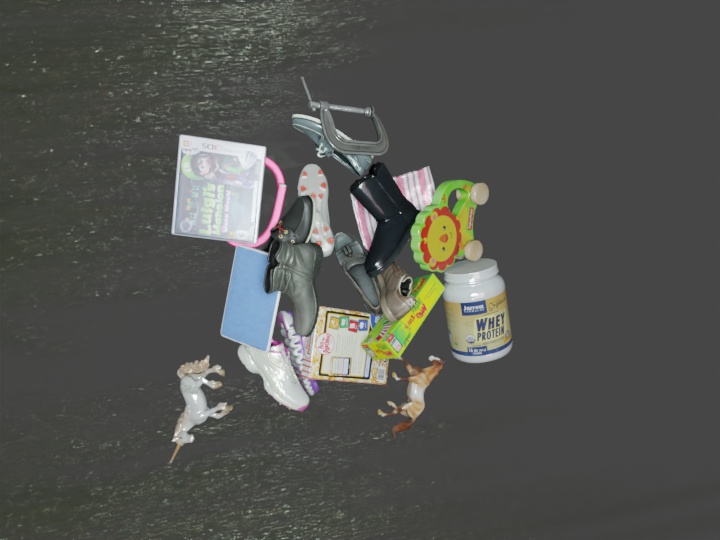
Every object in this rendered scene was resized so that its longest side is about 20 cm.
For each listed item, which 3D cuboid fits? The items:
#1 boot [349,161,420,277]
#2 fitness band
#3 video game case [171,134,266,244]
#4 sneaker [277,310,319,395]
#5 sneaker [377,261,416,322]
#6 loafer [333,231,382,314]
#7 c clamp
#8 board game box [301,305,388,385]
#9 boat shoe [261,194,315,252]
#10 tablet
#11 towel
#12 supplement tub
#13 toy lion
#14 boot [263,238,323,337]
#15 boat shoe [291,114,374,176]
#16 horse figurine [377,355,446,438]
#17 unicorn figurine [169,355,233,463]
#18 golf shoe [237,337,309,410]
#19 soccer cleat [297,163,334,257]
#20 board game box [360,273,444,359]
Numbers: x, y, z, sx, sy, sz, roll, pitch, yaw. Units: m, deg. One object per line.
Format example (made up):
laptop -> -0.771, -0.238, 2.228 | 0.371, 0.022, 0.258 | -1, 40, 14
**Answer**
boot -> 0.030, -0.111, 1.221 | 0.168, 0.076, 0.201 | 46, 66, -16
fitness band -> -0.237, -0.148, 1.233 | 0.140, 0.037, 0.206 | 14, 93, -11
video game case -> -0.294, -0.167, 1.196 | 0.176, 0.023, 0.206 | 6, 95, -7
sneaker -> -0.116, 0.175, 1.279 | 0.087, 0.080, 0.206 | -20, 103, -24
sneaker -> 0.081, 0.026, 1.234 | 0.074, 0.203, 0.071 | -29, 127, 18
loafer -> 0.000, 0.000, 1.254 | 0.071, 0.063, 0.203 | -30, 83, 1
c clamp -> -0.024, -0.320, 1.211 | 0.196, 0.027, 0.175 | 2, 66, -37
board game box -> -0.026, 0.165, 1.264 | 0.195, 0.046, 0.156 | 11, 84, -29
boat shoe -> -0.156, -0.068, 1.208 | 0.062, 0.074, 0.204 | 7, 122, -44
tablet -> -0.227, 0.059, 1.214 | 0.127, 0.014, 0.206 | 16, 98, 21
towel -> 0.085, -0.136, 1.297 | 0.195, 0.030, 0.150 | -18, 100, -8
supplement tub -> 0.260, 0.088, 1.293 | 0.140, 0.144, 0.206 | -13, 103, -8
toy lion -> 0.190, -0.099, 1.264 | 0.188, 0.068, 0.206 | 2, 97, -37
boot -> -0.146, 0.037, 1.164 | 0.129, 0.067, 0.206 | -3, 101, -48
boat shoe -> -0.064, -0.268, 1.232 | 0.196, 0.073, 0.063 | 25, 88, -17
horse figurine -> 0.115, 0.286, 1.338 | 0.130, 0.050, 0.206 | 17, 85, -29
unicorn figurine -> -0.353, 0.295, 1.255 | 0.133, 0.074, 0.206 | -11, 85, 1
golf shoe -> -0.176, 0.212, 1.237 | 0.200, 0.075, 0.092 | 44, 111, 5
soccer cleat -> -0.098, -0.128, 1.249 | 0.067, 0.078, 0.206 | -8, 79, -11
board game box -> 0.093, 0.100, 1.249 | 0.048, 0.101, 0.201 | 47, 60, -16
